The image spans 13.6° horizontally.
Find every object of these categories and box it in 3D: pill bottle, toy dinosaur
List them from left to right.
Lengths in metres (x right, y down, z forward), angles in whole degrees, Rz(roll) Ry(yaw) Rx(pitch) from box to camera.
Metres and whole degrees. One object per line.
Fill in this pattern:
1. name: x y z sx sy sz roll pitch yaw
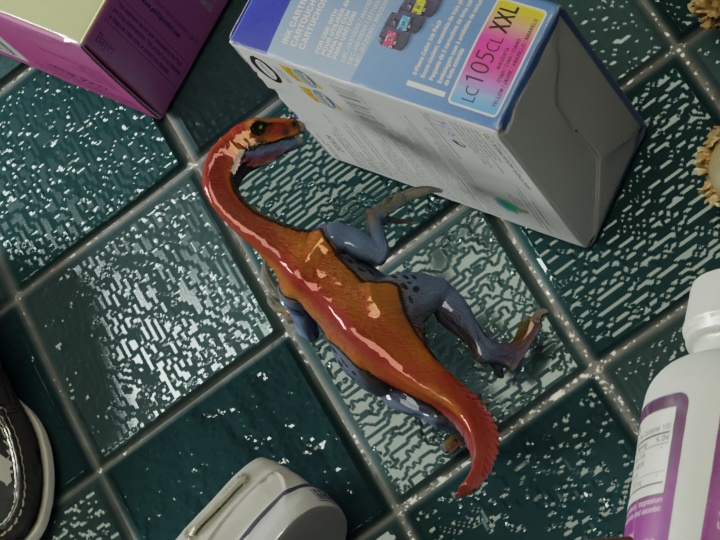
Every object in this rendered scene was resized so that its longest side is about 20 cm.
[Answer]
1. toy dinosaur: 0.000 0.000 1.479 0.181 0.200 0.105 35 97 -10
2. pill bottle: 0.178 0.105 1.368 0.112 0.112 0.201 1 68 26

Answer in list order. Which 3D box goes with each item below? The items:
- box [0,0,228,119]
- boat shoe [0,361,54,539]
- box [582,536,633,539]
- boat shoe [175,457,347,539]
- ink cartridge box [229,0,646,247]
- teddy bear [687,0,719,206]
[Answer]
1. box: -0.149 -0.214 1.688 0.175 0.097 0.201 22 79 33
2. boat shoe: -0.219 0.062 1.614 0.074 0.060 0.201 -26 58 12
3. box: 0.078 0.204 1.317 0.074 0.200 0.101 -5 61 -9
4. boat shoe: -0.093 0.177 1.494 0.066 0.072 0.200 35 85 38
5. ink cartridge box: 0.027 -0.097 1.521 0.199 0.136 0.077 19 74 31
6. teddy bear: 0.232 -0.112 1.480 0.144 0.067 0.201 -11 69 32
